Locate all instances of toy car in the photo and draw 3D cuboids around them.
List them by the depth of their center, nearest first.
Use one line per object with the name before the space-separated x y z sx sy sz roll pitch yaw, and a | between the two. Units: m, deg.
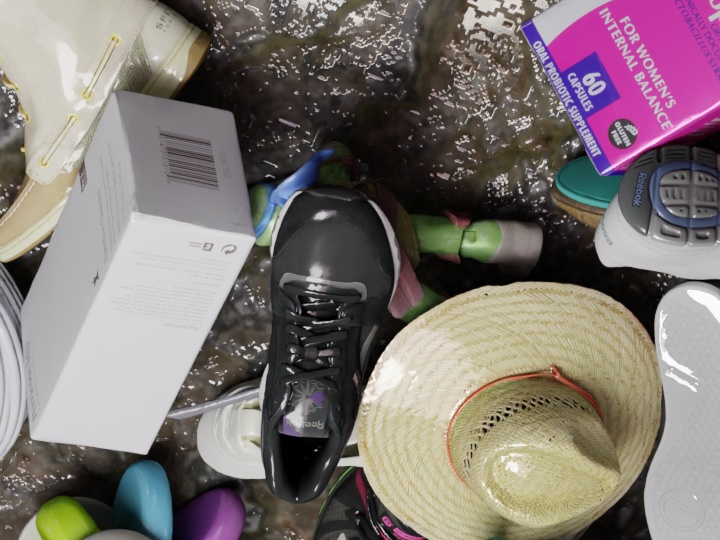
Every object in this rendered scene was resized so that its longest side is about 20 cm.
toy car | -0.127 0.213 1.499 0.150 0.175 0.200 -40 106 -12

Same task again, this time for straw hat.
straw hat | 0.103 0.108 1.330 0.200 0.085 0.202 -7 115 -14

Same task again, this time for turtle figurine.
turtle figurine | 0.000 0.000 1.387 0.193 0.144 0.200 16 131 -17

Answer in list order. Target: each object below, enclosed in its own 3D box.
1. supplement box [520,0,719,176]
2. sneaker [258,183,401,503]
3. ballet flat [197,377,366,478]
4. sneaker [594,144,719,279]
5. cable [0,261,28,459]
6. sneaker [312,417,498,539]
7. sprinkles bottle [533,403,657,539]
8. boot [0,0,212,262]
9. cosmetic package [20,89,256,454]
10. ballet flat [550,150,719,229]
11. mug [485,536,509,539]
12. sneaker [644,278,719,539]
supplement box | 0.208 -0.145 1.273 0.199 0.103 0.102 -31 82 20
sneaker | -0.020 0.048 1.275 0.075 0.088 0.201 6 129 -1
ballet flat | -0.038 0.097 1.433 0.199 0.069 0.070 -3 117 35
sneaker | 0.226 -0.028 1.296 0.199 0.075 0.087 7 158 -18
cable | -0.301 0.048 1.467 0.200 0.069 0.200 -36 98 32
sneaker | 0.021 0.156 1.472 0.076 0.084 0.201 26 116 -3
sprinkles bottle | 0.105 0.163 1.445 0.068 0.068 0.200 36 100 -9
boot | -0.207 -0.116 1.388 0.154 0.072 0.200 39 111 -10
cosmetic package | -0.137 0.004 1.348 0.081 0.113 0.200 10 131 -23
ballet flat | 0.218 -0.042 1.365 0.199 0.068 0.073 -10 132 10
mug | 0.112 0.236 1.372 0.151 0.114 0.186 0 112 -27
sneaker | 0.219 0.089 1.370 0.070 0.099 0.201 5 110 23
